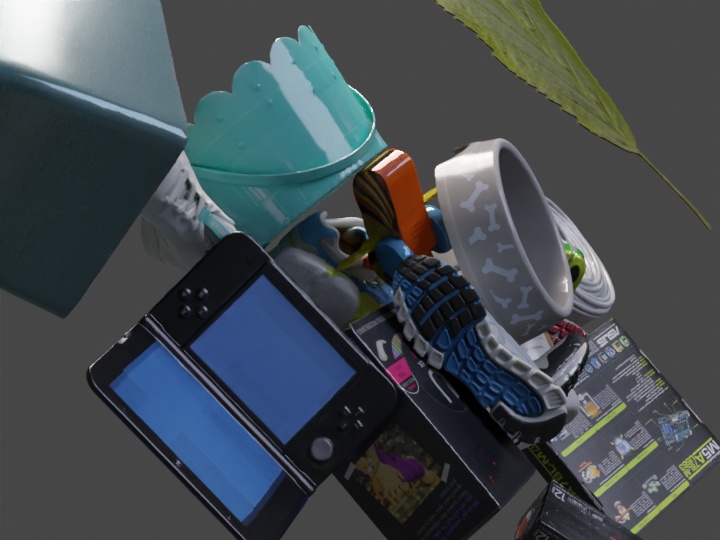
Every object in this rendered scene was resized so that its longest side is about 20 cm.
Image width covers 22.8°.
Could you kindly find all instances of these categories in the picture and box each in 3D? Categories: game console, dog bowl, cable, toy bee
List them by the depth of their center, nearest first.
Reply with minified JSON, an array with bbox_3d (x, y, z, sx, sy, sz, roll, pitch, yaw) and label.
[{"bbox_3d":[-0.087,0.092,1.405,0.200,0.171,0.118,46,-4,-3],"label":"game console"},{"bbox_3d":[0.029,-0.020,1.634,0.130,0.202,0.108,-17,21,-35],"label":"toy bee"},{"bbox_3d":[0.138,-0.031,1.657,0.200,0.058,0.201,54,23,-36],"label":"dog bowl"},{"bbox_3d":[0.222,-0.015,2.165,0.200,0.069,0.200,48,22,1],"label":"cable"}]

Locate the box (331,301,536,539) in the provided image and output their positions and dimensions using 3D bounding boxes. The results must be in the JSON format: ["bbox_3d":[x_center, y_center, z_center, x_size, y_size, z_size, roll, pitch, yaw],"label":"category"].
[{"bbox_3d":[0.040,0.142,1.546,0.200,0.106,0.122,50,22,6],"label":"box"}]

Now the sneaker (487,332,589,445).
[{"bbox_3d":[0.130,0.121,1.649,0.080,0.200,0.074,44,-13,18],"label":"sneaker"}]

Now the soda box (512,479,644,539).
[{"bbox_3d":[0.237,0.285,1.655,0.199,0.064,0.071,33,33,-2],"label":"soda box"}]

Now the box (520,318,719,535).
[{"bbox_3d":[0.263,0.171,1.871,0.199,0.048,0.194,-32,80,-41],"label":"box"}]

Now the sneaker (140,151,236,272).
[{"bbox_3d":[-0.143,-0.053,1.464,0.088,0.075,0.200,31,-17,19],"label":"sneaker"}]

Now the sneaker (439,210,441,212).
[{"bbox_3d":[0.094,0.011,1.893,0.090,0.078,0.201,14,39,-47],"label":"sneaker"}]

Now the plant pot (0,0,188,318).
[{"bbox_3d":[-0.271,-0.121,1.337,0.199,0.196,0.197,21,33,-31],"label":"plant pot"}]

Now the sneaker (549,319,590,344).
[{"bbox_3d":[0.231,0.102,2.000,0.199,0.081,0.075,28,-1,-35],"label":"sneaker"}]

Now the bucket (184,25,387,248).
[{"bbox_3d":[-0.082,-0.111,1.636,0.135,0.207,0.207,51,23,-2],"label":"bucket"}]

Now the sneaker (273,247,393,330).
[{"bbox_3d":[-0.010,0.039,1.675,0.200,0.076,0.105,46,21,-20],"label":"sneaker"}]

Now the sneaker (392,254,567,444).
[{"bbox_3d":[0.099,0.068,1.573,0.200,0.075,0.087,49,4,-5],"label":"sneaker"}]

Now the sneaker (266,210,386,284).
[{"bbox_3d":[0.000,0.000,1.740,0.199,0.081,0.077,19,34,-51],"label":"sneaker"}]

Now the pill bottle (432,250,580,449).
[{"bbox_3d":[0.128,0.072,1.767,0.114,0.114,0.201,8,54,-56],"label":"pill bottle"}]

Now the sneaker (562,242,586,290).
[{"bbox_3d":[0.185,-0.005,1.940,0.074,0.200,0.084,32,69,-12],"label":"sneaker"}]
